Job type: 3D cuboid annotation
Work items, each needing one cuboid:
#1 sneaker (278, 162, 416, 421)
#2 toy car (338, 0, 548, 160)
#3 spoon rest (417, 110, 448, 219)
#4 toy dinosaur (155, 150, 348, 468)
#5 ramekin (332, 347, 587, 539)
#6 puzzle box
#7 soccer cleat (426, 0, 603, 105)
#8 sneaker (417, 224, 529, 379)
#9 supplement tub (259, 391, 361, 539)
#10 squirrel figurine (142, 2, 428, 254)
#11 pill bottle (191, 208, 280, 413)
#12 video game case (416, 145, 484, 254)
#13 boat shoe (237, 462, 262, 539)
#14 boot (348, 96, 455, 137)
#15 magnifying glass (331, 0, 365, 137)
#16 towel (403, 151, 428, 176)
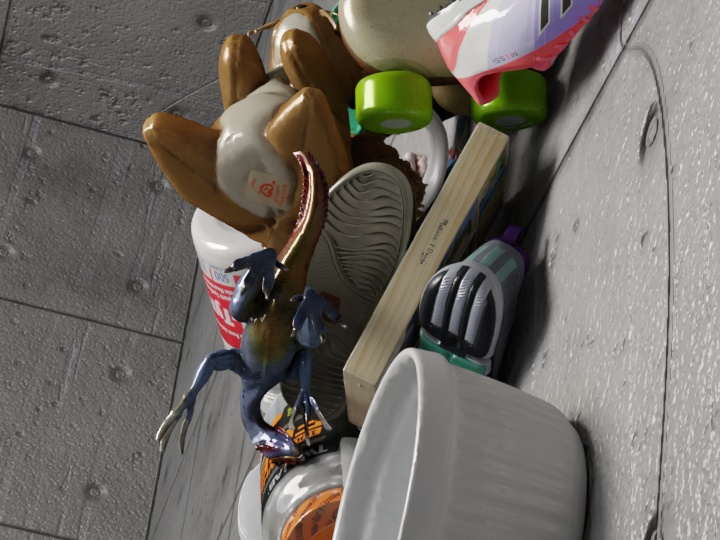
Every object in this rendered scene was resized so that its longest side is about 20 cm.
[{"bbox_3d":[0.000,0.000,1.395,0.106,0.075,0.200,-45,-22,-59],"label":"sneaker"},{"bbox_3d":[0.064,-0.164,1.470,0.200,0.157,0.165,87,-179,-75],"label":"toy car"},{"bbox_3d":[0.014,-0.040,1.576,0.200,0.061,0.099,-62,18,4],"label":"spoon rest"},{"bbox_3d":[-0.048,0.054,1.346,0.200,0.105,0.182,-62,-6,-22],"label":"toy dinosaur"},{"bbox_3d":[0.053,0.153,1.126,0.200,0.105,0.201,-165,90,-82],"label":"ramekin"},{"bbox_3d":[0.046,0.009,1.366,0.200,0.025,0.133,-61,-10,-16],"label":"puzzle box"},{"bbox_3d":[0.125,-0.172,1.283,0.200,0.068,0.073,-25,92,48],"label":"soccer cleat"},{"bbox_3d":[0.074,0.064,1.334,0.088,0.074,0.200,-43,-22,-45],"label":"sneaker"},{"bbox_3d":[-0.013,0.164,1.456,0.200,0.122,0.123,-101,27,-69],"label":"supplement tub"},{"bbox_3d":[-0.038,-0.097,1.475,0.200,0.141,0.187,61,-151,-26],"label":"squirrel figurine"},{"bbox_3d":[-0.069,0.027,1.688,0.112,0.112,0.200,-88,-13,-53],"label":"pill bottle"},{"bbox_3d":[0.037,-0.009,1.557,0.143,0.017,0.200,-44,21,17],"label":"video game case"},{"bbox_3d":[-0.051,0.170,1.621,0.200,0.072,0.068,-68,-6,-48],"label":"boat shoe"},{"bbox_3d":[0.022,-0.168,1.611,0.076,0.168,0.200,50,147,24],"label":"boot"},{"bbox_3d":[-0.004,-0.127,1.553,0.022,0.079,0.201,28,-104,-80],"label":"magnifying glass"},{"bbox_3d":[0.027,0.025,1.715,0.191,0.032,0.200,-93,19,-59],"label":"towel"}]
